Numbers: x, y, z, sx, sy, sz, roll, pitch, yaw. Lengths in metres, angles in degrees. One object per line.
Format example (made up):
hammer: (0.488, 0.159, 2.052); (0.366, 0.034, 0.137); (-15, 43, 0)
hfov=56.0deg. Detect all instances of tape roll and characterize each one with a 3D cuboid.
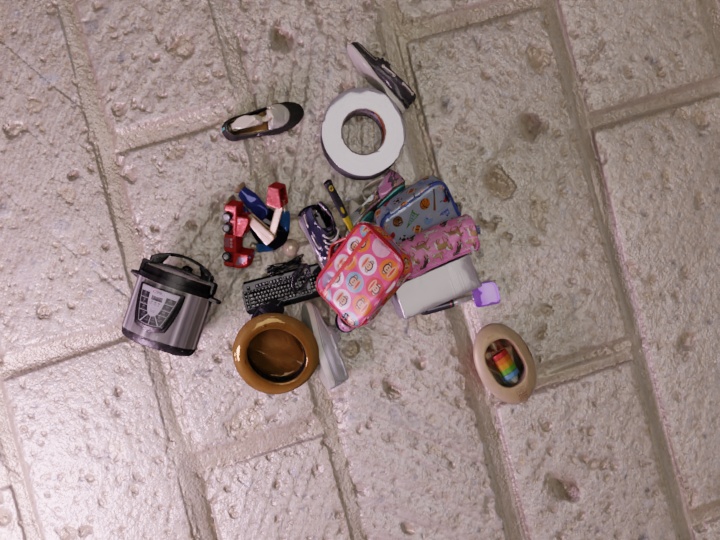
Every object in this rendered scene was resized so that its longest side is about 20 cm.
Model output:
tape roll: (0.004, -0.316, 1.573); (0.194, 0.066, 0.207); (0, 89, -5)

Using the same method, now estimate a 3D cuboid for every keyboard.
keyboard: (-0.179, 0.030, 1.563); (0.195, 0.040, 0.107); (-15, 91, -7)

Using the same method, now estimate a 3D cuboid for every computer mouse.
computer mouse: (-0.183, 0.063, 1.553); (0.058, 0.034, 0.201); (41, 93, -22)

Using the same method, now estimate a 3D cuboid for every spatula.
spatula: (0.235, 0.073, 1.611); (0.195, 0.021, 0.058); (-14, 92, -5)

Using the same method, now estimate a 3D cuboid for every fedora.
fedora: (-0.191, 0.177, 1.526); (0.195, 0.082, 0.206); (-3, 108, -10)

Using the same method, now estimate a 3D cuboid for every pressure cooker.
pressure cooker: (-0.414, 0.066, 1.474); (0.174, 0.176, 0.205); (23, 86, -43)

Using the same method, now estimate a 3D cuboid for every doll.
doll: (-0.217, -0.110, 1.553); (0.200, 0.049, 0.137); (44, 101, -5)

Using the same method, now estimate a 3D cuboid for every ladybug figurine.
ladybug figurine: (0.335, 0.219, 1.592); (0.133, 0.072, 0.204); (-28, 91, -5)

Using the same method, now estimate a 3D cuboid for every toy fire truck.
toy fire truck: (-0.235, -0.097, 1.507); (0.137, 0.049, 0.205); (9, 111, 11)

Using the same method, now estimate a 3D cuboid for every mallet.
mallet: (-0.038, -0.108, 1.494); (0.065, 0.041, 0.201); (-38, 123, -3)

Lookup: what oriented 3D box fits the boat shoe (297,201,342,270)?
boat shoe: (-0.071, -0.062, 1.541); (0.074, 0.093, 0.202); (-36, 92, -21)

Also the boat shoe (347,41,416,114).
boat shoe: (0.050, -0.458, 1.577); (0.060, 0.074, 0.200); (-43, 96, -5)

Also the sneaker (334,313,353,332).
sneaker: (0.008, 0.053, 1.558); (0.069, 0.082, 0.204); (27, 86, -4)

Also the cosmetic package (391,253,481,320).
cosmetic package: (0.168, 0.036, 1.563); (0.196, 0.107, 0.092); (-25, 93, -4)

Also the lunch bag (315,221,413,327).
lunch bag: (0.000, 0.000, 1.465); (0.176, 0.081, 0.201); (45, 109, 17)

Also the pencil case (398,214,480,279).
pencil case: (0.171, -0.052, 1.508); (0.196, 0.087, 0.084); (-22, 116, -6)

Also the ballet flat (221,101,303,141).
ballet flat: (-0.222, -0.341, 1.550); (0.195, 0.068, 0.070); (-20, 90, -6)

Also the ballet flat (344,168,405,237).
ballet flat: (0.019, -0.154, 1.574); (0.071, 0.069, 0.200); (43, 89, 15)

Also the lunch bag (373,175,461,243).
lunch bag: (0.139, -0.112, 1.561); (0.197, 0.076, 0.162); (-31, 118, -4)

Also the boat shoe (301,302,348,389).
boat shoe: (-0.079, 0.167, 1.563); (0.070, 0.070, 0.206); (-18, 89, -25)
